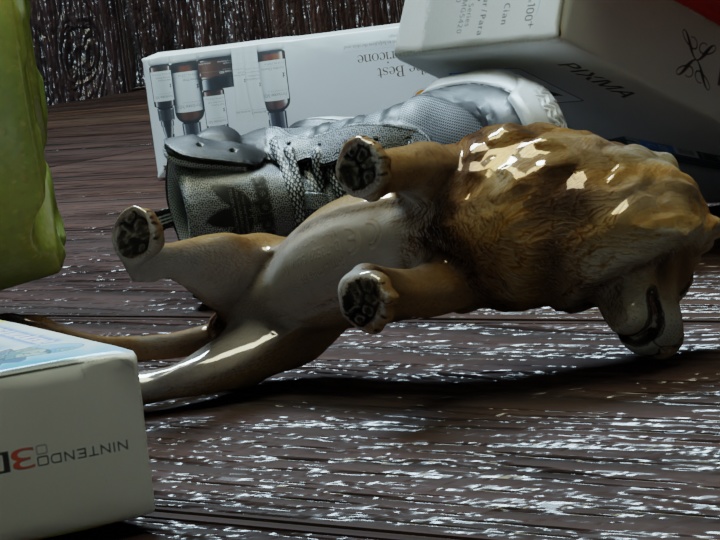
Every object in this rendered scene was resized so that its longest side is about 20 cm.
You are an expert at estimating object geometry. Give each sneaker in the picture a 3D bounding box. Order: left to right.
[{"bbox_3d":[-0.009,-0.028,1.044,0.113,0.076,0.200,-12,2,-32],"label":"sneaker"}]

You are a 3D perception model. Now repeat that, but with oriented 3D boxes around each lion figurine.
[{"bbox_3d":[0.000,0.000,0.798,0.199,0.073,0.122,-8,-2,35],"label":"lion figurine"}]

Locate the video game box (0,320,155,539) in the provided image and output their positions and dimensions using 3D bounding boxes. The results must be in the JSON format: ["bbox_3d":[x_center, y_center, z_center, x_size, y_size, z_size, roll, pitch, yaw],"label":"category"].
[{"bbox_3d":[-0.169,0.047,0.683,0.181,0.047,0.200,-12,8,-23],"label":"video game box"}]

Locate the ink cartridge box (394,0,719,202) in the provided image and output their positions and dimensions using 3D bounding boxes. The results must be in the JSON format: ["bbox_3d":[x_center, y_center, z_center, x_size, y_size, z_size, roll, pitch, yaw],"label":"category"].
[{"bbox_3d":[0.143,-0.078,1.055,0.199,0.045,0.176,21,-15,-40],"label":"ink cartridge box"}]

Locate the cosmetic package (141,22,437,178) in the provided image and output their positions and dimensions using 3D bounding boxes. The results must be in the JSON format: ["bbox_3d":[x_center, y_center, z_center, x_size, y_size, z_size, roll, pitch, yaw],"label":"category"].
[{"bbox_3d":[-0.039,-0.113,1.772,0.198,0.083,0.051,-7,9,10],"label":"cosmetic package"}]

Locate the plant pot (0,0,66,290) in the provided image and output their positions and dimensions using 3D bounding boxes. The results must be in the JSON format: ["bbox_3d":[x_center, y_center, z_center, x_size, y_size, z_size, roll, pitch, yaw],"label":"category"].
[{"bbox_3d":[-0.190,-0.050,0.834,0.183,0.202,0.200,-10,7,-4],"label":"plant pot"}]
